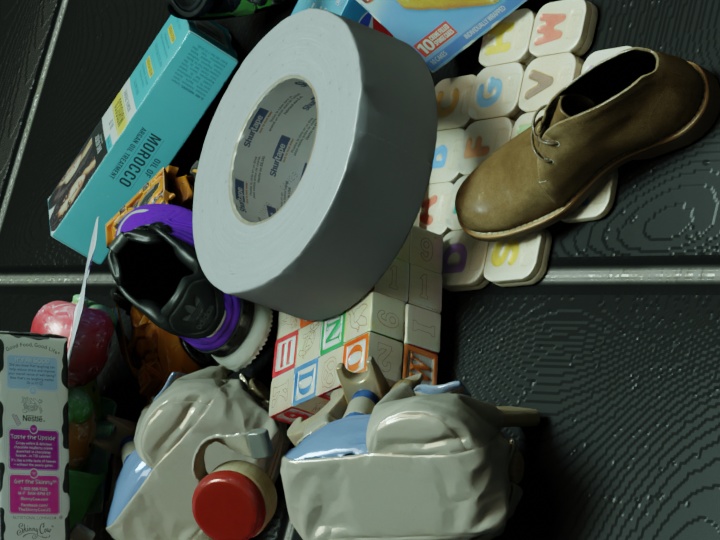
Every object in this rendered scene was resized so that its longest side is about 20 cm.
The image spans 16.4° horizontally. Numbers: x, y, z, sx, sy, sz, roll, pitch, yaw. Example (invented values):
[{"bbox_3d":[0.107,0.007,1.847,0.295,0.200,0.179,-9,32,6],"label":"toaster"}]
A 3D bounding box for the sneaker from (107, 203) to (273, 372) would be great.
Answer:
[{"bbox_3d":[-0.140,-0.008,1.757,0.070,0.099,0.200,-58,36,6],"label":"sneaker"}]

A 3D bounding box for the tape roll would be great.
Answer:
[{"bbox_3d":[-0.033,-0.071,1.673,0.200,0.066,0.201,-35,46,45],"label":"tape roll"}]

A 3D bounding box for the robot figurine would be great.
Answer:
[{"bbox_3d":[-0.138,0.004,1.875,0.145,0.058,0.201,-43,43,23],"label":"robot figurine"}]

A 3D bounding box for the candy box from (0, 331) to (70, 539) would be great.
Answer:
[{"bbox_3d":[-0.260,0.151,1.736,0.136,0.061,0.202,-14,76,51],"label":"candy box"}]

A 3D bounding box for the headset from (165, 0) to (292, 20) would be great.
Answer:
[{"bbox_3d":[-0.083,-0.214,1.847,0.200,0.123,0.095,107,150,-78],"label":"headset"}]

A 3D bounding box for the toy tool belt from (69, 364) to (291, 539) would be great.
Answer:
[{"bbox_3d":[-0.134,0.150,1.766,0.200,0.124,0.123,-54,13,15],"label":"toy tool belt"}]

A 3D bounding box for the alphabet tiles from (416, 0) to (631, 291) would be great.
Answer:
[{"bbox_3d":[0.103,-0.085,1.673,0.195,0.015,0.201,-5,67,49],"label":"alphabet tiles"}]

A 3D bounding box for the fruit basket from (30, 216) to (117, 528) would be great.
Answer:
[{"bbox_3d":[-0.212,0.085,1.843,0.185,0.093,0.201,-96,24,-68],"label":"fruit basket"}]

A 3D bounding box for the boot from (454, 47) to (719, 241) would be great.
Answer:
[{"bbox_3d":[0.126,-0.085,1.583,0.199,0.075,0.074,-31,55,32],"label":"boot"}]

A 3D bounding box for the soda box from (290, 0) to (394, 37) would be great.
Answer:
[{"bbox_3d":[-0.021,-0.148,1.810,0.064,0.068,0.201,33,97,54],"label":"soda box"}]

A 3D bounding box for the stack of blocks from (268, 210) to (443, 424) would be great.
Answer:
[{"bbox_3d":[0.000,0.000,1.701,0.115,0.058,0.201,-28,51,49],"label":"stack of blocks"}]

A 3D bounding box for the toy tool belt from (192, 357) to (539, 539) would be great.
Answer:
[{"bbox_3d":[0.006,0.121,1.555,0.199,0.123,0.126,-8,106,20],"label":"toy tool belt"}]

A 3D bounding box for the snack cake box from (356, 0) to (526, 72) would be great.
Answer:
[{"bbox_3d":[0.082,-0.240,1.689,0.200,0.115,0.067,-36,24,33],"label":"snack cake box"}]

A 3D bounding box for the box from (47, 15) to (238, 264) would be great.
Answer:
[{"bbox_3d":[-0.173,-0.109,1.969,0.200,0.049,0.082,-54,20,14],"label":"box"}]
